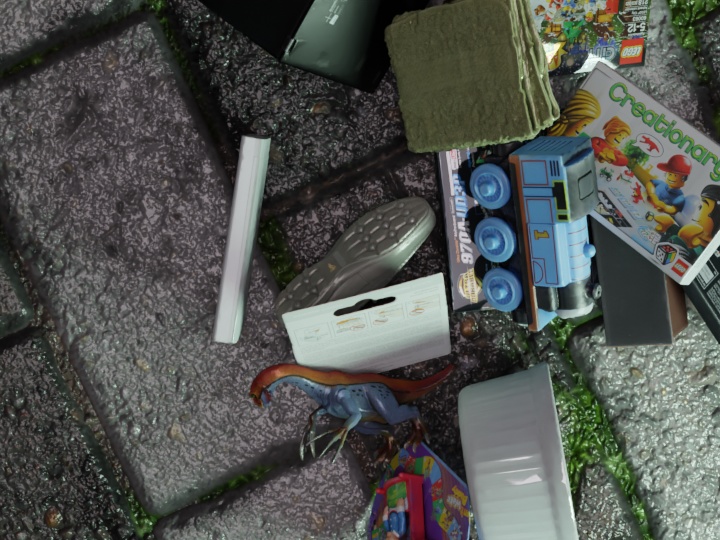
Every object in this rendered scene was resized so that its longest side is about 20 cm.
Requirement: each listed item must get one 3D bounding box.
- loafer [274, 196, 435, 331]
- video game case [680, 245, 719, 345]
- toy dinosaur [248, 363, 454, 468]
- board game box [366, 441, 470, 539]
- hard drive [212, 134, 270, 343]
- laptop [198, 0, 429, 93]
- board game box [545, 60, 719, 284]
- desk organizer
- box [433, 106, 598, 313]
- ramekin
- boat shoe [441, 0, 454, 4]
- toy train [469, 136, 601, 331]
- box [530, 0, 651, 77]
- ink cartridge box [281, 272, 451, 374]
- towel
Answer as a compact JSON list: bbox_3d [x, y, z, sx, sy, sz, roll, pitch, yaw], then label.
[{"bbox_3d":[0.000,0.000,1.350,0.200,0.070,0.070,-38,139,8],"label":"loafer"},{"bbox_3d":[0.414,-0.006,1.324,0.181,0.025,0.200,-42,107,-19],"label":"video game case"},{"bbox_3d":[-0.022,0.131,1.327,0.181,0.105,0.200,43,50,-20],"label":"toy dinosaur"},{"bbox_3d":[0.041,0.262,1.310,0.039,0.200,0.159,14,101,-26],"label":"board game box"},{"bbox_3d":[-0.119,-0.036,1.306,0.026,0.132,0.201,8,97,-2],"label":"hard drive"},{"bbox_3d":[-0.038,-0.307,1.292,0.199,0.116,0.188,13,120,-39],"label":"laptop"},{"bbox_3d":[0.275,-0.096,1.254,0.200,0.035,0.127,41,108,23],"label":"board game box"},{"bbox_3d":[0.286,-0.028,1.331,0.071,0.077,0.201,-5,98,29],"label":"desk organizer"},{"bbox_3d":[0.163,-0.063,1.351,0.158,0.046,0.201,-7,97,0],"label":"box"},{"bbox_3d":[0.160,0.200,1.311,0.097,0.200,0.202,-9,97,8],"label":"ramekin"},{"bbox_3d":[0.142,-0.288,1.317,0.066,0.072,0.201,41,95,-15],"label":"boat shoe"},{"bbox_3d":[0.176,-0.038,1.260,0.114,0.087,0.201,5,112,37],"label":"toy train"},{"bbox_3d":[0.195,-0.264,1.283,0.199,0.038,0.137,-9,117,-17],"label":"box"},{"bbox_3d":[0.006,0.049,1.289,0.159,0.200,0.047,-15,63,-1],"label":"ink cartridge box"},{"bbox_3d":[0.103,-0.189,1.234,0.036,0.200,0.149,-15,95,-38],"label":"towel"}]
